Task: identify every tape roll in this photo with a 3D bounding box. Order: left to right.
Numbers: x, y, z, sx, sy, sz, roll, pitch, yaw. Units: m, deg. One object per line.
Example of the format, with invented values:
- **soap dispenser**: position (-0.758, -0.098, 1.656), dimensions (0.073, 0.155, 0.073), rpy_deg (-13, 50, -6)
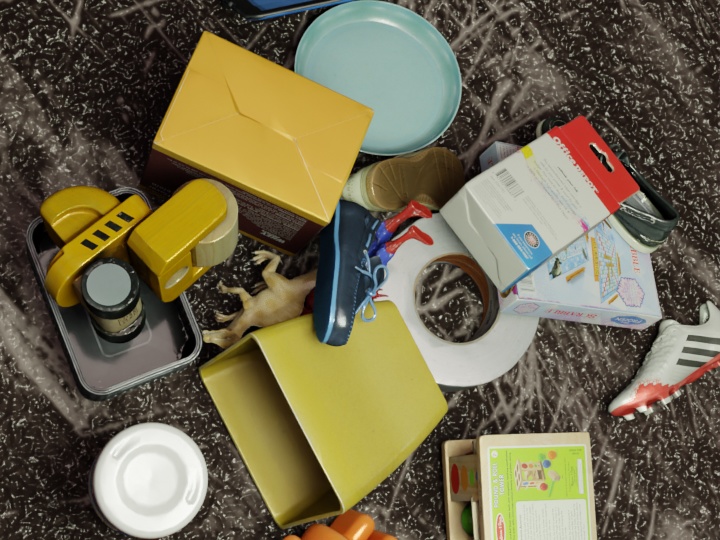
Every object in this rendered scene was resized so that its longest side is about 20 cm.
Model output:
- **tape roll**: position (0.103, 0.037, 1.599), dimensions (0.200, 0.066, 0.201), rpy_deg (2, 81, -13)

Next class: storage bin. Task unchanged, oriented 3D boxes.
- **storage bin**: position (-0.267, 0.027, 1.502), dimensions (0.135, 0.094, 0.201), rpy_deg (-21, 85, -15)

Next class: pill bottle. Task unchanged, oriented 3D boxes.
- **pill bottle**: position (-0.220, 0.216, 1.423), dimensions (0.112, 0.200, 0.113), rpy_deg (2, 80, -12)

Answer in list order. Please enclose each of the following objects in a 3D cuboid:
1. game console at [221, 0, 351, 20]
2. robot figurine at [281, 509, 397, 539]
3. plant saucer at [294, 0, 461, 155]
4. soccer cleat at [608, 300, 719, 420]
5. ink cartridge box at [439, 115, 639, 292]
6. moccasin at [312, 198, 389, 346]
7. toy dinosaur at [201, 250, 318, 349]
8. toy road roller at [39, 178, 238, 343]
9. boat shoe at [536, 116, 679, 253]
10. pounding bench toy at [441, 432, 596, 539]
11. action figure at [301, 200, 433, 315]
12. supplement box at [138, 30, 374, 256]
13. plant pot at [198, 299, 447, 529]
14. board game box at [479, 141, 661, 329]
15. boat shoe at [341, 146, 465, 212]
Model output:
- **game console**: position (-0.065, -0.367, 1.603), dimensions (0.199, 0.118, 0.171), rpy_deg (-14, 84, -15)
- **robot figurine**: position (-0.044, 0.350, 1.485), dimensions (0.116, 0.144, 0.200), rpy_deg (26, 72, 32)
- **plant saucer**: position (0.019, -0.221, 1.630), dimensions (0.199, 0.027, 0.201), rpy_deg (4, 69, -11)
- **soccer cleat**: position (0.362, 0.106, 1.650), dimensions (0.200, 0.069, 0.085), rpy_deg (-27, 79, -19)
- **ink cartridge box**: position (0.200, -0.077, 1.535), dimensions (0.200, 0.067, 0.116), rpy_deg (-32, 81, -33)
- **moccasin**: position (-0.004, -0.003, 1.422), dimensions (0.068, 0.081, 0.200), rpy_deg (18, 45, -12)
- **toy dinosaur**: position (-0.090, 0.025, 1.531), dimensions (0.200, 0.101, 0.058), rpy_deg (-33, 132, -12)
- **toy road roller**: position (-0.233, -0.036, 1.413), dimensions (0.200, 0.123, 0.146), rpy_deg (-39, 79, -15)
- **boat shoe**: position (0.288, -0.110, 1.602), dimensions (0.200, 0.066, 0.074), rpy_deg (51, 52, 3)
- **pounding bench toy**: position (0.169, 0.281, 1.524), dimensions (0.124, 0.156, 0.201), rpy_deg (0, 81, -14)
- **action figure**: position (0.000, 0.000, 1.534), dimensions (0.052, 0.200, 0.066), rpy_deg (31, 40, -36)
- **supplement box**: position (-0.118, -0.129, 1.506), dimensions (0.197, 0.200, 0.133), rpy_deg (24, 75, -8)
- **plant pot**: position (-0.029, 0.138, 1.495), dimensions (0.176, 0.200, 0.200), rpy_deg (-27, 87, -27)
- **board game box**: position (0.241, -0.039, 1.608), dimensions (0.199, 0.041, 0.201), rpy_deg (8, 63, -25)
- **boat shoe**: position (0.050, -0.101, 1.579), dimensions (0.200, 0.063, 0.074), rpy_deg (-4, 89, -54)
